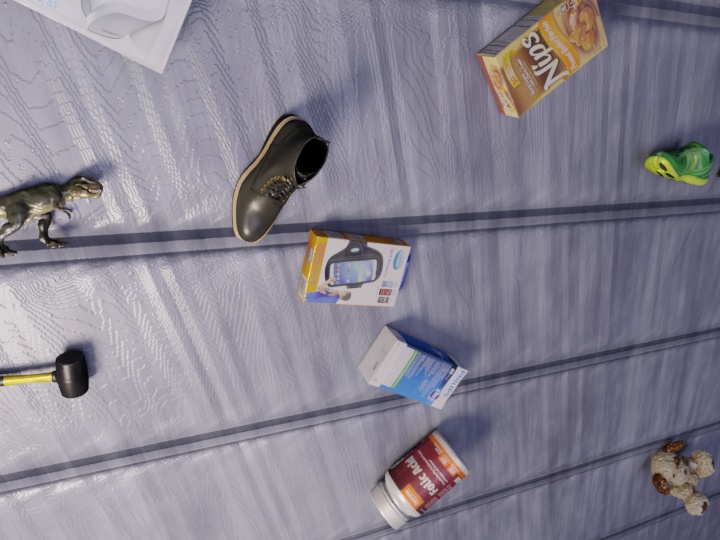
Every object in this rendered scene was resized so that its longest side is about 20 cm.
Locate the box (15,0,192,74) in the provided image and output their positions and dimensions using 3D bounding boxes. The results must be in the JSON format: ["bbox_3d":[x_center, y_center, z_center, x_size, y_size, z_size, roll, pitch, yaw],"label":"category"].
[{"bbox_3d":[-0.268,-0.354,0.563,0.176,0.097,0.200,21,104,-33],"label":"box"}]

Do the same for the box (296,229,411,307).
[{"bbox_3d":[0.000,0.000,0.888,0.200,0.041,0.119,5,111,-24],"label":"box"}]

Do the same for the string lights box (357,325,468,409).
[{"bbox_3d":[0.106,0.194,1.017,0.200,0.059,0.103,27,101,-32],"label":"string lights box"}]

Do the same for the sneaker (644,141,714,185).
[{"bbox_3d":[0.662,-0.229,1.069,0.200,0.074,0.084,0,116,-35],"label":"sneaker"}]

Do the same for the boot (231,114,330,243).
[{"bbox_3d":[-0.116,-0.114,0.720,0.077,0.138,0.200,15,107,-30],"label":"boot"}]

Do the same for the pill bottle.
[{"bbox_3d":[0.126,0.451,1.115,0.200,0.114,0.114,-39,123,-4],"label":"pill bottle"}]

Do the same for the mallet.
[{"bbox_3d":[-0.496,0.147,0.732,0.200,0.041,0.066,5,113,-23],"label":"mallet"}]

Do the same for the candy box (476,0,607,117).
[{"bbox_3d":[0.299,-0.360,0.845,0.200,0.055,0.115,-40,124,-3],"label":"candy box"}]

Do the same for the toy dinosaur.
[{"bbox_3d":[-0.427,-0.066,0.655,0.200,0.047,0.088,-12,104,-19],"label":"toy dinosaur"}]

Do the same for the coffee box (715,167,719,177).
[{"bbox_3d":[0.890,-0.282,1.123,0.080,0.113,0.200,4,112,-26],"label":"coffee box"}]

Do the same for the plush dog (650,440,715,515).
[{"bbox_3d":[0.967,0.621,1.594,0.172,0.160,0.200,38,66,-20],"label":"plush dog"}]
